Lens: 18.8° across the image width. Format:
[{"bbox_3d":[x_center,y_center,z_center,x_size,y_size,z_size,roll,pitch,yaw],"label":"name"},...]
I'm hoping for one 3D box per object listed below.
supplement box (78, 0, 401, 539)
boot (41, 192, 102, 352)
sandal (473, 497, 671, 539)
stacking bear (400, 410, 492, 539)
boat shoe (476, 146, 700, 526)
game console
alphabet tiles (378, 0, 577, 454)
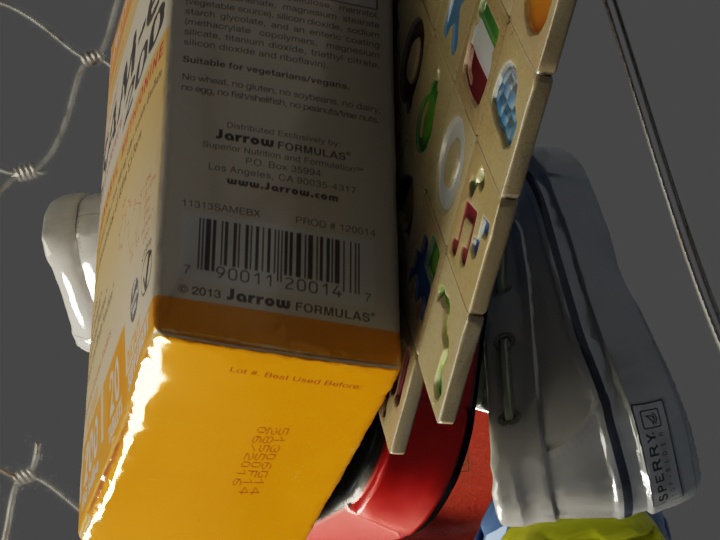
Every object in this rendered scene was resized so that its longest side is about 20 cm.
[{"bbox_3d":[-0.040,-0.027,0.682,0.126,0.073,0.200,116,159,-52],"label":"supplement box"},{"bbox_3d":[-0.064,0.019,0.916,0.200,0.095,0.074,66,-157,-55],"label":"boot"},{"bbox_3d":[0.074,0.114,0.780,0.200,0.079,0.087,80,180,-55],"label":"sandal"},{"bbox_3d":[0.034,0.016,0.905,0.200,0.121,0.114,-90,-4,-54],"label":"stacking bear"},{"bbox_3d":[0.053,0.015,0.709,0.200,0.067,0.074,-106,3,-68],"label":"boat shoe"},{"bbox_3d":[0.000,0.000,0.739,0.177,0.031,0.200,142,140,-64],"label":"game console"},{"bbox_3d":[0.026,-0.059,0.600,0.167,0.006,0.200,-105,25,-59],"label":"alphabet tiles"}]
